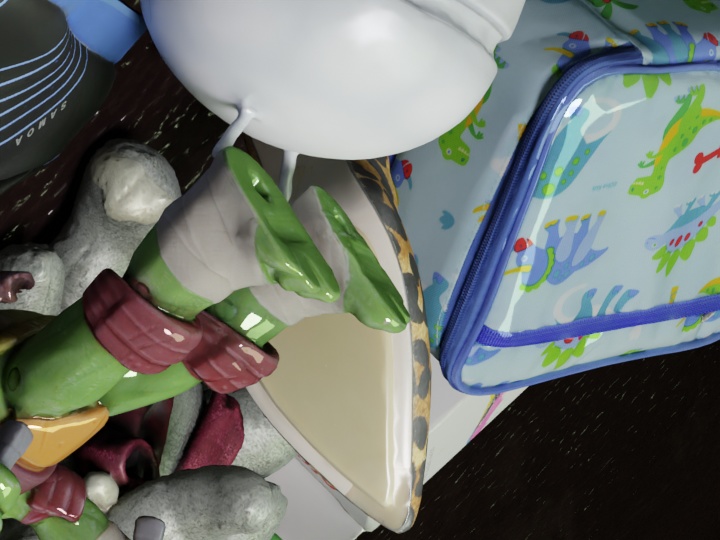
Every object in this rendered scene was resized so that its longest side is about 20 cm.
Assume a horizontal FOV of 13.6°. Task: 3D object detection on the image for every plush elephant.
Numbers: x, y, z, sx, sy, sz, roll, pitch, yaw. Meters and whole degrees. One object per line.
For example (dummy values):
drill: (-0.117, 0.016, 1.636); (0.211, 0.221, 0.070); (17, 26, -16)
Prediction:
plush elephant: (-0.090, 0.082, 1.063); (0.200, 0.155, 0.165); (-35, 122, 5)

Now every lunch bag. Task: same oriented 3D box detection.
lunch bag: (0.099, -0.036, 1.171); (0.199, 0.082, 0.161); (-7, 130, -46)

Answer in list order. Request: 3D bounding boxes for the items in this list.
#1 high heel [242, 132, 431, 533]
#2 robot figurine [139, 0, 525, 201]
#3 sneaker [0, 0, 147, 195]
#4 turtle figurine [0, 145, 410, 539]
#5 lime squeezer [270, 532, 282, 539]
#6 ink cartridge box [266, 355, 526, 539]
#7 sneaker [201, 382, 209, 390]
high heel: (0.000, 0.000, 1.081); (0.071, 0.201, 0.142); (-24, 167, 16)
robot figurine: (0.004, -0.119, 0.892); (0.169, 0.112, 0.201); (27, 83, -60)
sneaker: (-0.117, -0.063, 0.844); (0.078, 0.070, 0.200); (-56, 165, 2)
turtle figurine: (-0.073, 0.068, 0.871); (0.194, 0.200, 0.144); (-36, 128, 13)
lime squeezer: (-0.056, 0.140, 1.157); (0.199, 0.071, 0.038); (-25, -167, -38)
ink cartridge box: (0.007, 0.025, 1.282); (0.200, 0.116, 0.068); (-42, 164, -22)
sneaker: (-0.098, 0.115, 1.231); (0.079, 0.096, 0.201); (-4, 138, -25)
